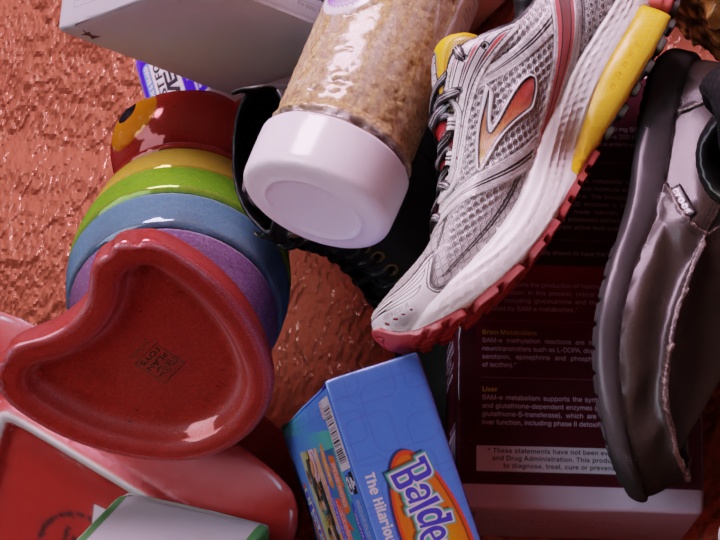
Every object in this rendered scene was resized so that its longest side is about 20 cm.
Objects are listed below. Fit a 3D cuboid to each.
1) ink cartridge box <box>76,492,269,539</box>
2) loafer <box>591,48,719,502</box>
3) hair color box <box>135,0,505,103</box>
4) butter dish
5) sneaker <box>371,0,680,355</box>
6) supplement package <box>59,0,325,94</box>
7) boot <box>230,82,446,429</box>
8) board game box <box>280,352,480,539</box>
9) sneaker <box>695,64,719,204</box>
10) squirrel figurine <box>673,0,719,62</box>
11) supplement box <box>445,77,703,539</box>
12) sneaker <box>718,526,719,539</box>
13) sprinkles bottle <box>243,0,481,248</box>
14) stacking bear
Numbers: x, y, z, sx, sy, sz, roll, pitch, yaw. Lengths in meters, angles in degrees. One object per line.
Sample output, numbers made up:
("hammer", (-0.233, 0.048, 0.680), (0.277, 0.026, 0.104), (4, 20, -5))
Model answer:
("ink cartridge box", (-0.103, 0.228, 1.209), (0.083, 0.147, 0.201), (10, 118, 20))
("loafer", (0.142, -0.001, 1.090), (0.071, 0.073, 0.201), (5, 70, 16))
("hair color box", (-0.011, -0.132, 1.339), (0.200, 0.109, 0.065), (-43, 48, 33))
("butter dish", (-0.104, 0.121, 1.341), (0.199, 0.148, 0.200), (29, 122, 19))
("sneaker", (0.054, -0.052, 1.104), (0.200, 0.082, 0.078), (-60, 2, -20))
("supplement package", (-0.059, -0.201, 1.245), (0.114, 0.109, 0.201), (-12, 67, 47))
("boot", (0.000, 0.000, 1.224), (0.077, 0.138, 0.201), (-7, 94, 46))
("board game box", (0.016, 0.124, 1.149), (0.200, 0.045, 0.153), (133, 119, -79))
("sneaker", (0.174, -0.049, 1.025), (0.087, 0.200, 0.074), (-16, 74, 9))
("squirrel figurine", (0.158, -0.183, 1.140), (0.186, 0.141, 0.201), (-24, 57, 50))
("supplement box", (0.092, 0.015, 1.159), (0.061, 0.108, 0.201), (100, 172, -72))
("sneaker", (0.186, 0.080, 1.044), (0.070, 0.093, 0.200), (-24, 60, 43))
("sprinkles bottle", (0.014, -0.109, 1.159), (0.068, 0.068, 0.200), (-10, 49, 48))
("stacking bear", (-0.087, -0.014, 1.252), (0.121, 0.114, 0.200), (-43, 24, 29))
